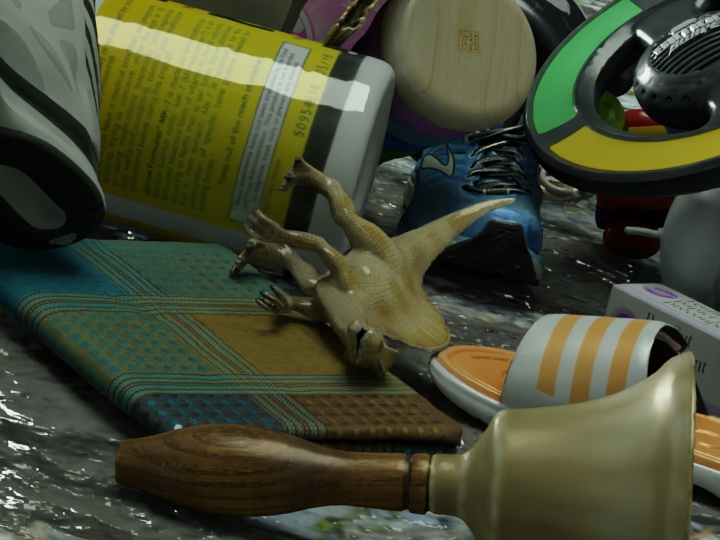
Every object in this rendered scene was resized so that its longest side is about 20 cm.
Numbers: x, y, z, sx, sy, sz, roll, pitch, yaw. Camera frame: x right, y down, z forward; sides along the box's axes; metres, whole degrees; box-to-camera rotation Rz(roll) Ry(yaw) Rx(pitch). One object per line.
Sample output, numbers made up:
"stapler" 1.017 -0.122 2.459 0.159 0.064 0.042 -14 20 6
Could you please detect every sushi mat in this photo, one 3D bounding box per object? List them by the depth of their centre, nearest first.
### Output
"sushi mat" -0.005 -0.131 1.215 0.012 0.096 0.200 39 -17 -4

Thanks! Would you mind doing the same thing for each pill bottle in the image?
"pill bottle" -0.092 -0.072 1.127 0.200 0.114 0.114 16 16 4

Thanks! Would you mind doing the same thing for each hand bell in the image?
"hand bell" 0.013 0.072 0.815 0.200 0.104 0.104 4 15 5

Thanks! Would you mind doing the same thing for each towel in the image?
"towel" -0.068 0.031 0.970 0.147 0.022 0.200 3 21 -36

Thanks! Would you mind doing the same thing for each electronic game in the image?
"electronic game" 0.178 -0.105 1.192 0.200 0.042 0.200 -20 32 13

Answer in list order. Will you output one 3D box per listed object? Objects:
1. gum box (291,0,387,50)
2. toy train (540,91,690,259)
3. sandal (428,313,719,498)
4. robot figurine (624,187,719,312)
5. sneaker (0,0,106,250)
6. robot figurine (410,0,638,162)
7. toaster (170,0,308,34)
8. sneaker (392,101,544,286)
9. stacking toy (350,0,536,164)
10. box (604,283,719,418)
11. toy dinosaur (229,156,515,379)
"gum box" -0.082 -0.133 1.347 0.200 0.114 0.066 7 17 -27
"toy train" 0.139 -0.063 1.301 0.200 0.085 0.116 -1 -20 27
"sandal" 0.133 0.052 0.999 0.206 0.059 0.079 18 17 14
"robot figurine" 0.236 0.001 1.172 0.200 0.113 0.170 21 16 22
"sneaker" -0.168 -0.108 0.957 0.076 0.201 0.115 -16 48 16
"robot figurine" 0.081 -0.124 1.441 0.150 0.125 0.200 39 19 3
"toaster" -0.092 -0.151 1.222 0.129 0.200 0.114 20 19 -12
"sneaker" 0.061 -0.054 1.247 0.078 0.090 0.200 12 16 -8
"stacking toy" 0.012 -0.092 1.241 0.085 0.086 0.200 8 -15 -24
"box" 0.195 0.060 1.070 0.039 0.041 0.200 -2 23 -45
"toy dinosaur" 0.000 0.000 1.034 0.101 0.058 0.200 32 26 3
